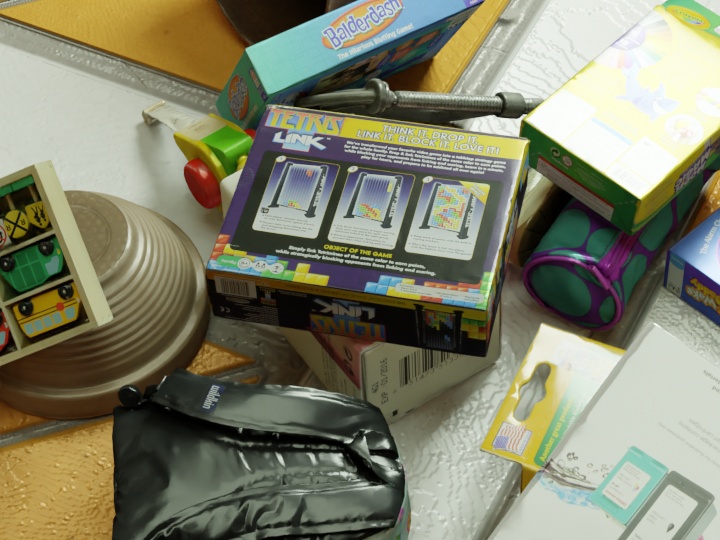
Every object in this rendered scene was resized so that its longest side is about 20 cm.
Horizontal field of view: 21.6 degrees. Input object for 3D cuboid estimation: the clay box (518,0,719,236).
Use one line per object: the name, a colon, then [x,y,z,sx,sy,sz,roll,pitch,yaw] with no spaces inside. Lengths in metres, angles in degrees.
clay box: [0.225,-0.124,1.432,0.115,0.048,0.200,37,58,23]

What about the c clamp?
c clamp: [0.055,-0.134,1.495,0.199,0.027,0.171,0,2,-27]

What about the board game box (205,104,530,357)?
board game box: [0.008,-0.031,1.335,0.199,0.057,0.166,9,50,11]

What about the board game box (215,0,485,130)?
board game box: [-0.012,-0.177,1.538,0.199,0.152,0.045,-26,86,-18]

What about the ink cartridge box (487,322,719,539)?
ink cartridge box: [0.187,0.169,1.197,0.146,0.147,0.200,35,82,21]

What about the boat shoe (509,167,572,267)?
boat shoe: [0.153,-0.087,1.502,0.065,0.073,0.200,24,51,23]

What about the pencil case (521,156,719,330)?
pencil case: [0.207,-0.046,1.455,0.085,0.092,0.200,46,59,-13]

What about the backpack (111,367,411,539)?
backpack: [-0.065,0.157,1.281,0.199,0.127,0.168,-5,62,-2]

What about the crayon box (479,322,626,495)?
crayon box: [0.198,0.126,1.338,0.199,0.052,0.126,19,54,17]

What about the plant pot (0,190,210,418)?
plant pot: [-0.216,0.006,1.436,0.200,0.093,0.202,-1,51,1]

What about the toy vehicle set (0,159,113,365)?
toy vehicle set: [-0.289,0.012,1.374,0.199,0.125,0.027,-21,3,21]

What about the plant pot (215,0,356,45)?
plant pot: [-0.009,-0.300,1.639,0.199,0.187,0.187,-23,51,-34]

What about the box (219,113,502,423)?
box: [0.000,0.000,1.416,0.128,0.109,0.200,-29,55,-18]

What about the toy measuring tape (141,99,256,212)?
toy measuring tape: [-0.122,-0.089,1.531,0.073,0.074,0.200,-29,27,-19]

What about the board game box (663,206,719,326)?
board game box: [0.351,-0.020,1.454,0.200,0.045,0.134,-36,57,-24]
